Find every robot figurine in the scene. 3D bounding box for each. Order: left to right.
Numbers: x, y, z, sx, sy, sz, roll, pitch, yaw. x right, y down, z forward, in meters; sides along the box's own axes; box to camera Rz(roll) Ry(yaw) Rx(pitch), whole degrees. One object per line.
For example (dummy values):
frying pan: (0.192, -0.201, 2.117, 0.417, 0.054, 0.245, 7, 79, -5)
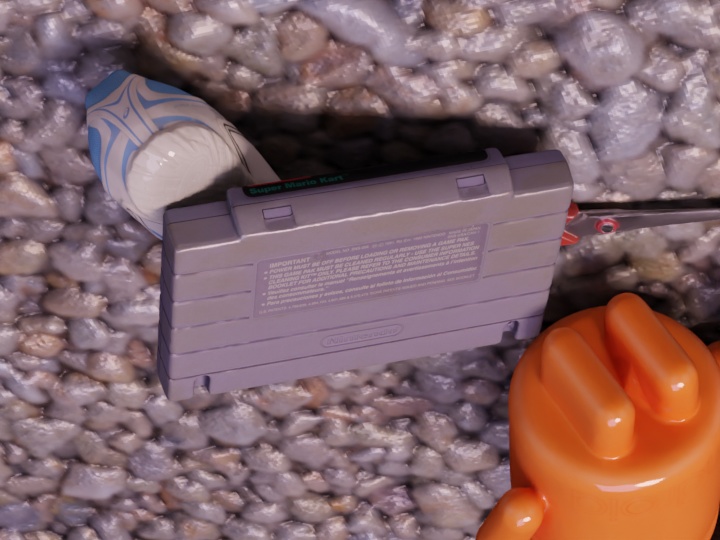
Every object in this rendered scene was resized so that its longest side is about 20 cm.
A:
robot figurine: (0.133, 0.098, 1.336, 0.116, 0.144, 0.201, 15, 148, 15)

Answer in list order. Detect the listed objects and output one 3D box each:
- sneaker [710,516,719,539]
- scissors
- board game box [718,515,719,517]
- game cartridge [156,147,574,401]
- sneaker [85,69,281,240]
sneaker: (0.203, 0.175, 1.394, 0.200, 0.091, 0.067, -41, 95, 26)
scissors: (0.112, -0.021, 1.281, 0.198, 0.014, 0.073, 5, 139, -3)
board game box: (0.245, 0.213, 1.479, 0.199, 0.047, 0.152, -15, 111, 23)
game cartridge: (0.000, 0.000, 1.239, 0.198, 0.039, 0.130, -9, 139, -14)
sneaker: (-0.073, -0.035, 1.250, 0.072, 0.073, 0.200, -35, 146, 2)
